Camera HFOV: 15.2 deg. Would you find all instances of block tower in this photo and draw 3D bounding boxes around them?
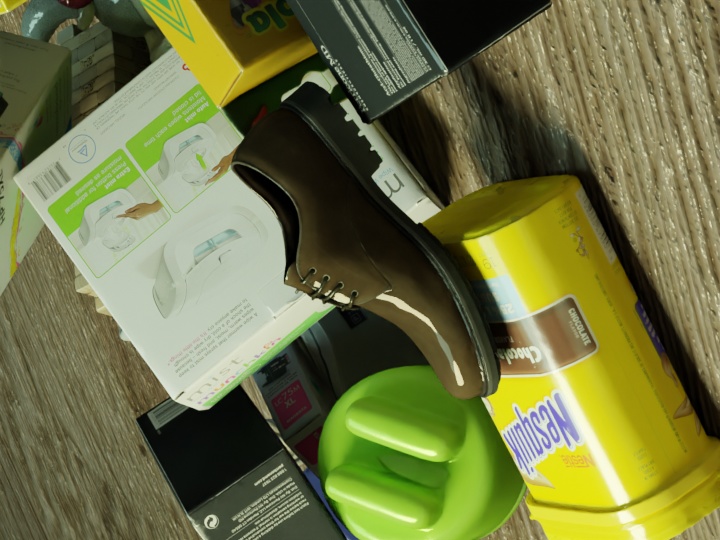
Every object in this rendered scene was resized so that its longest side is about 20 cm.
[{"bbox_3d":[-0.158,-0.073,1.784,0.058,0.054,0.201,-26,61,35],"label":"block tower"}]

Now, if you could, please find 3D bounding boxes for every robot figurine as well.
[{"bbox_3d":[0.043,0.119,1.707,0.115,0.177,0.200,16,-178,16],"label":"robot figurine"}]

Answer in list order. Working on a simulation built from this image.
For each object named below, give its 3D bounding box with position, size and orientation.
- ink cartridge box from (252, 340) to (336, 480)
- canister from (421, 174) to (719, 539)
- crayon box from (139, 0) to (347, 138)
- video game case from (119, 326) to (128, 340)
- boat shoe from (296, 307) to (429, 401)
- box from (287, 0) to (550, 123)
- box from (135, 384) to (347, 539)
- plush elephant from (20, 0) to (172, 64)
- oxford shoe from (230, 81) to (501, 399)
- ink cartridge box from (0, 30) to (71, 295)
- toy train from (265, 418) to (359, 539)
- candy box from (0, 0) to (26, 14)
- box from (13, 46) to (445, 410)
[{"bbox_3d":[-0.037,0.085,1.896,0.119,0.042,0.200,48,-170,-38],"label":"ink cartridge box"},{"bbox_3d":[0.116,0.051,1.542,0.201,0.086,0.148,62,159,-10],"label":"canister"},{"bbox_3d":[-0.066,-0.182,1.551,0.200,0.127,0.051,53,149,9],"label":"crayon box"},{"bbox_3d":[-0.146,-0.069,1.895,0.182,0.023,0.202,124,149,-71],"label":"video game case"},{"bbox_3d":[-0.008,0.047,1.854,0.201,0.072,0.066,56,168,1],"label":"boat shoe"},{"bbox_3d":[-0.002,-0.193,1.439,0.201,0.079,0.141,58,159,-3],"label":"box"},{"bbox_3d":[-0.064,0.159,1.742,0.142,0.079,0.200,60,175,-19],"label":"box"},{"bbox_3d":[-0.180,-0.206,1.732,0.165,0.199,0.155,-99,-10,-51],"label":"plush elephant"},{"bbox_3d":[0.000,0.000,1.498,0.200,0.084,0.073,51,162,2],"label":"oxford shoe"},{"bbox_3d":[-0.245,-0.043,1.671,0.067,0.201,0.117,15,136,10],"label":"ink cartridge box"},{"bbox_3d":[-0.020,0.162,2.009,0.200,0.085,0.116,42,172,6],"label":"toy train"},{"bbox_3d":[-0.161,-0.241,1.585,0.026,0.200,0.103,-2,120,54],"label":"candy box"},{"bbox_3d":[-0.077,-0.045,1.657,0.177,0.200,0.097,52,-176,11],"label":"box"}]
